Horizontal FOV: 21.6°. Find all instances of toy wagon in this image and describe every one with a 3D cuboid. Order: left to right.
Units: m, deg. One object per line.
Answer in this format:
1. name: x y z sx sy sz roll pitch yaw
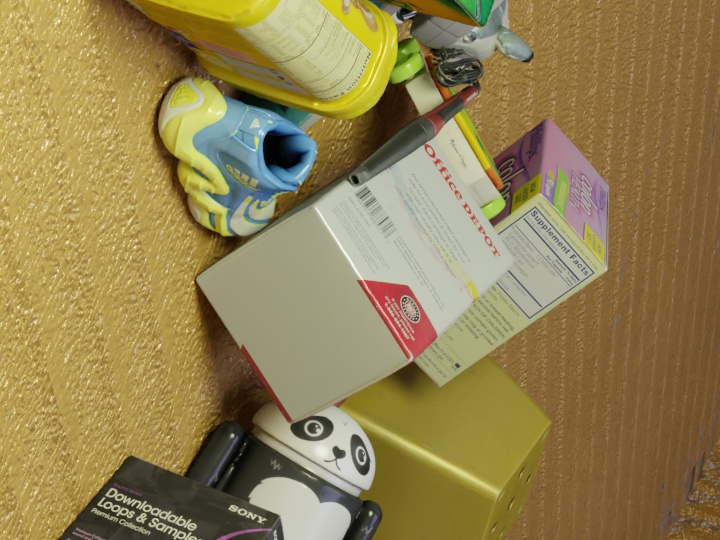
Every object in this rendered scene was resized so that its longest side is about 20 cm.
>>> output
1. toy wagon: 0.074 -0.132 1.671 0.155 0.039 0.200 59 8 -17

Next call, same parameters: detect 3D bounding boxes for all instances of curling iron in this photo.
1. curling iron: 0.043 -0.121 1.520 0.200 0.050 0.026 -49 -177 -42

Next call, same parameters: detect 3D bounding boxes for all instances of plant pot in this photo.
1. plant pot: 0.072 0.191 1.865 0.200 0.176 0.200 -44 155 -48

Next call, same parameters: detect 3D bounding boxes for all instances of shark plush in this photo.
1. shark plush: 0.079 -0.244 1.748 0.200 0.091 0.084 11 79 -48

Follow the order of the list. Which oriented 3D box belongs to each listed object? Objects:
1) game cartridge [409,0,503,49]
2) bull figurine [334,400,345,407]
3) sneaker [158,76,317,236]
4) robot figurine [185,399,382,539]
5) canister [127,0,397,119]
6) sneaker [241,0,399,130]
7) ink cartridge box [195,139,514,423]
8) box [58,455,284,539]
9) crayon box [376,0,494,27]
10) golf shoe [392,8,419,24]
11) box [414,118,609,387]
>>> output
1. game cartridge: 0.110 -0.267 1.533 0.200 0.041 0.134 -41 -150 51
2. bull figurine: -0.033 0.074 1.700 0.122 0.065 0.200 -58 162 -45
3. sneaker: -0.078 -0.068 1.411 0.076 0.105 0.200 -64 157 -14
4. robot figurine: -0.069 0.205 1.625 0.200 0.125 0.150 -60 154 -4
5. canister: -0.075 -0.180 1.269 0.087 0.148 0.200 -68 157 -4
6. sneaker: -0.033 -0.188 1.431 0.200 0.071 0.080 -52 151 8
7. ink cartridge box: 0.000 0.000 1.536 0.144 0.146 0.200 -31 -176 37
8. box: -0.167 0.234 1.410 0.200 0.143 0.036 -51 150 -42
9. crayon box: -0.011 -0.232 1.302 0.119 0.199 0.058 26 82 -68
10. golf shoe: 0.036 -0.244 1.555 0.200 0.094 0.078 -47 148 -48
11. box: 0.124 -0.018 1.750 0.200 0.097 0.176 -36 -163 23
